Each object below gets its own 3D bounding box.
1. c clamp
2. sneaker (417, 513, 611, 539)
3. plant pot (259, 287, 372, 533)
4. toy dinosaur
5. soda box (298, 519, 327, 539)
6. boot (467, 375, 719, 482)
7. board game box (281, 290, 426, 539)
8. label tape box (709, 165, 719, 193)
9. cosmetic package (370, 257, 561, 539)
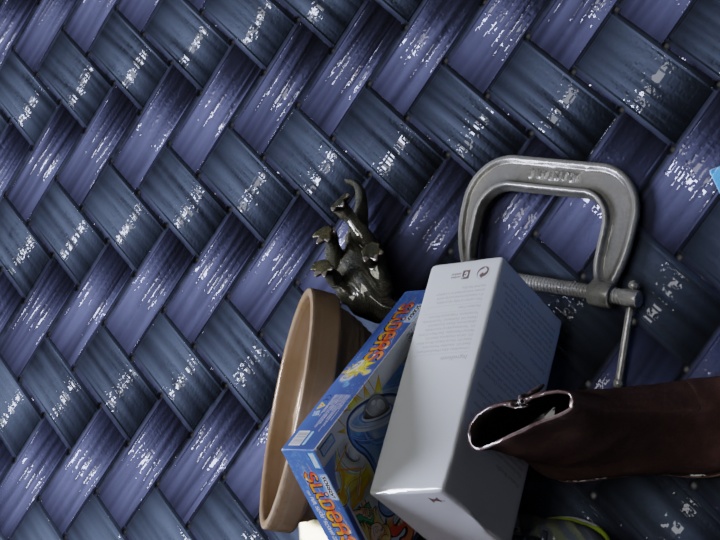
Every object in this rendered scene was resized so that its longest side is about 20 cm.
[{"bbox_3d":[0.153,-0.012,1.308,0.199,0.027,0.172,16,89,40],"label":"c clamp"},{"bbox_3d":[0.107,0.221,1.249,0.199,0.081,0.075,0,79,39],"label":"sneaker"},{"bbox_3d":[-0.020,0.122,1.315,0.201,0.092,0.203,-169,90,-83],"label":"plant pot"},{"bbox_3d":[0.000,0.000,1.393,0.077,0.103,0.200,-28,43,-1],"label":"toy dinosaur"},{"bbox_3d":[-0.003,0.298,1.332,0.067,0.064,0.202,-18,69,35],"label":"soda box"},{"bbox_3d":[0.198,0.111,1.147,0.199,0.166,0.073,-21,66,34],"label":"boot"},{"bbox_3d":[0.027,0.128,1.239,0.034,0.136,0.200,-4,33,38],"label":"board game box"},{"bbox_3d":[0.349,-0.070,1.138,0.199,0.066,0.144,-32,60,27],"label":"label tape box"},{"bbox_3d":[0.084,0.102,1.222,0.071,0.101,0.201,-8,53,37],"label":"cosmetic package"}]
